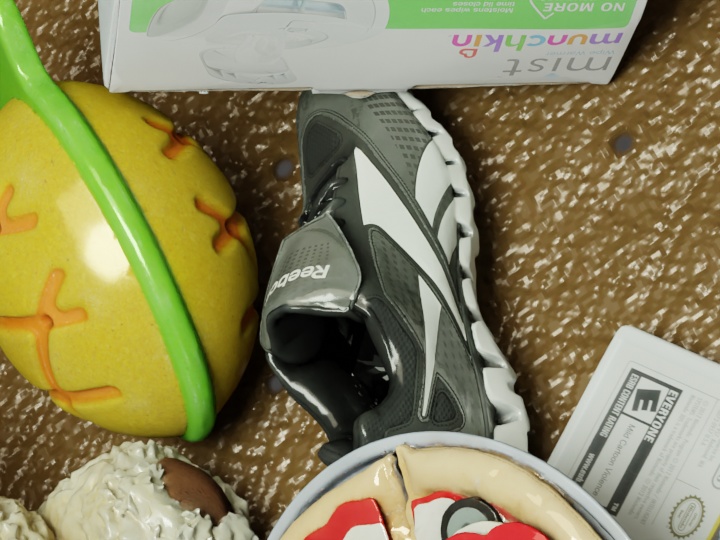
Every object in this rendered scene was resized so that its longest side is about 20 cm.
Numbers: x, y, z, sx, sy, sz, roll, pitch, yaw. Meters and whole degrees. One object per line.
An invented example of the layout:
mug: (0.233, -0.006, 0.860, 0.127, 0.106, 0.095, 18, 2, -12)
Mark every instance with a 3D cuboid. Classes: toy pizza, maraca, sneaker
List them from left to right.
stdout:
maraca: (-0.107, -0.023, 1.019, 0.107, 0.137, 0.201, -25, 75, -18)
sneaker: (0.000, 0.000, 0.973, 0.066, 0.090, 0.201, -40, 53, 37)
toy pizza: (0.028, 0.155, 0.881, 0.199, 0.032, 0.201, 4, 97, 38)

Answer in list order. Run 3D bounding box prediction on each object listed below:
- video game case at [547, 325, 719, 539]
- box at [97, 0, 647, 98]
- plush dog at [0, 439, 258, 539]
video game case: (0.119, 0.139, 0.897, 0.182, 0.023, 0.201, 24, 81, 34)
box: (-0.003, -0.164, 0.998, 0.199, 0.097, 0.177, -1, 62, -10)
plush dog: (-0.146, 0.153, 0.949, 0.172, 0.199, 0.161, -96, 27, -52)
